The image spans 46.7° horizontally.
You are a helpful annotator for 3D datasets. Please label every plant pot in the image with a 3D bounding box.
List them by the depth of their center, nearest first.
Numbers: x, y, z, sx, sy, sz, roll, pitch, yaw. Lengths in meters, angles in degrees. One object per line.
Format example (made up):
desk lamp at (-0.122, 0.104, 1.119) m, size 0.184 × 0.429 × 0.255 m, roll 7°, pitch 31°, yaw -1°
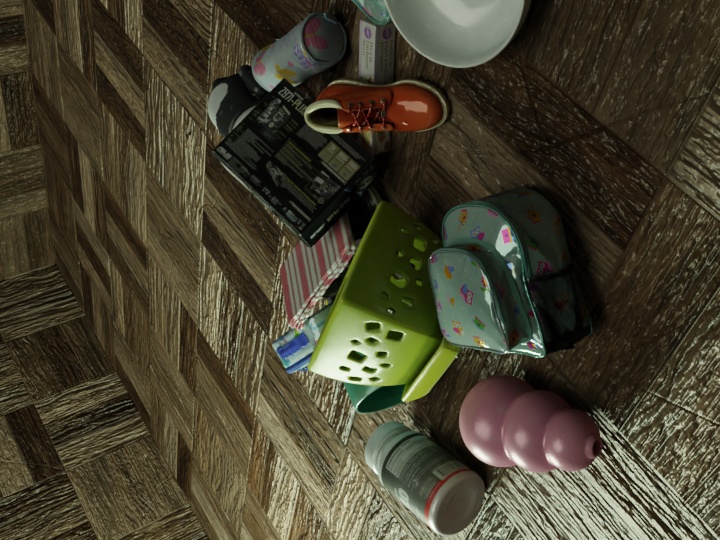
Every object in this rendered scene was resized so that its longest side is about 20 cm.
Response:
plant pot at (0.055, 0.057, 1.186) m, size 0.181 × 0.200 × 0.199 m, roll 25°, pitch 142°, yaw -2°

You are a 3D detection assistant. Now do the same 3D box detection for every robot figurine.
robot figurine at (-0.195, -0.274, 1.493) m, size 0.200 × 0.125 × 0.150 m, roll 52°, pitch -172°, yaw 37°

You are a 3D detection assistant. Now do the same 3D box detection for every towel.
towel at (-0.069, -0.017, 1.356) m, size 0.200 × 0.030 × 0.147 m, roll -52°, pitch 33°, yaw 30°

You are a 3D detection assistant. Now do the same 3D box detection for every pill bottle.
pill bottle at (0.102, 0.341, 1.392) m, size 0.200 × 0.114 × 0.114 m, roll 29°, pitch 132°, yaw 49°

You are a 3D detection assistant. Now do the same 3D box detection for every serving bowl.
serving bowl at (0.119, -0.343, 0.966) m, size 0.200 × 0.066 × 0.201 m, roll 25°, pitch 132°, yaw 30°

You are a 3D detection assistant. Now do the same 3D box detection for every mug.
mug at (0.035, 0.151, 1.347) m, size 0.115 × 0.152 × 0.185 m, roll 65°, pitch 153°, yaw 23°

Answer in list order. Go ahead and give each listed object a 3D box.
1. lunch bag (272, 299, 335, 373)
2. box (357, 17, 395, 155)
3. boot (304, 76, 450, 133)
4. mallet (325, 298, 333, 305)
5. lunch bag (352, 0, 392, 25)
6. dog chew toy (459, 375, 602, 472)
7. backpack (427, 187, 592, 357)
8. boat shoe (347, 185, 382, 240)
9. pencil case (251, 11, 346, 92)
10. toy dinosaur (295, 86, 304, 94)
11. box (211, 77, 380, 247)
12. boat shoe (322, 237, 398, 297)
lunch bag at (-0.058, 0.106, 1.458) m, size 0.083 × 0.161 × 0.200 m, roll 60°, pitch 144°, yaw 5°
box at (0.022, -0.268, 1.222) m, size 0.041 × 0.039 × 0.200 m, roll 37°, pitch 138°, yaw 40°
boot at (0.020, -0.217, 1.151) m, size 0.200 × 0.107 × 0.075 m, roll 9°, pitch 121°, yaw 28°
mallet at (-0.053, 0.042, 1.551) m, size 0.066 × 0.041 × 0.200 m, roll 32°, pitch 138°, yaw 44°
lunch bag at (0.015, -0.425, 1.097) m, size 0.200 × 0.077 × 0.161 m, roll 52°, pitch 146°, yaw 29°
dog chew toy at (0.228, 0.210, 1.104) m, size 0.200 × 0.124 × 0.125 m, roll 8°, pitch 115°, yaw 48°
backpack at (0.174, 0.003, 1.031) m, size 0.176 × 0.153 × 0.201 m, roll 3°, pitch 103°, yaw 64°
boat shoe at (-0.015, -0.069, 1.386) m, size 0.075 × 0.062 × 0.200 m, roll 62°, pitch 149°, yaw 16°
pencil case at (-0.099, -0.346, 1.335) m, size 0.083 × 0.091 × 0.200 m, roll 35°, pitch 162°, yaw -24°
toy dinosaur at (-0.095, -0.248, 1.392) m, size 0.106 × 0.060 × 0.201 m, roll -6°, pitch 73°, yaw 28°
box at (-0.098, -0.165, 1.286) m, size 0.200 × 0.164 × 0.086 m, roll 42°, pitch 176°, yaw 13°
boat shoe at (0.000, 0.000, 1.358) m, size 0.200 × 0.072 × 0.071 m, roll -26°, pitch 55°, yaw 51°
